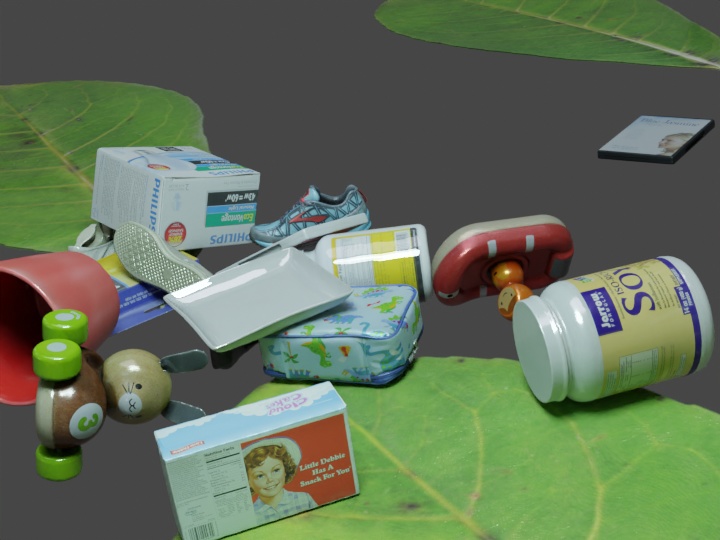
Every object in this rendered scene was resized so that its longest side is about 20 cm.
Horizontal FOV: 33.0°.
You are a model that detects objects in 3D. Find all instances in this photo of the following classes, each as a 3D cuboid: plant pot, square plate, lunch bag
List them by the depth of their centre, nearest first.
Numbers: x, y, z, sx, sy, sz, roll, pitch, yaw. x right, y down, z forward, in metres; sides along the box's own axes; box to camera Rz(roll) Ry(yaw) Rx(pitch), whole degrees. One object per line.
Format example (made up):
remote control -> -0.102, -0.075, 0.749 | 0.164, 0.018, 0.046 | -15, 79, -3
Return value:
square plate -> -0.135, 0.039, 1.590 | 0.200, 0.029, 0.198 | -22, 26, -20
lunch bag -> -0.022, 0.078, 1.590 | 0.200, 0.083, 0.161 | -1, 27, 17
plant pot -> -0.434, 0.064, 1.658 | 0.200, 0.201, 0.177 | 1, 16, 21

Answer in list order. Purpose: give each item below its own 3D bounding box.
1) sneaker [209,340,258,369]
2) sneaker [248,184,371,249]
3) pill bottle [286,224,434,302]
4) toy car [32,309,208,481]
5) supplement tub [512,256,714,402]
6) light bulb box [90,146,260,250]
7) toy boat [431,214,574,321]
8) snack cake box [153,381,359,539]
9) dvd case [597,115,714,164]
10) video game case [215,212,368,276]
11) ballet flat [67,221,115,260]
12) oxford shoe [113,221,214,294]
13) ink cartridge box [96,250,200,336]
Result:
sneaker -> -0.156, 0.071, 1.672 | 0.091, 0.076, 0.200 | 2, 28, 7
sneaker -> -0.086, -0.093, 1.973 | 0.200, 0.096, 0.079 | -12, 24, -7
pill bottle -> 0.000, 0.000, 1.720 | 0.200, 0.112, 0.112 | -7, 24, 4
toy car -> -0.283, 0.148, 1.456 | 0.199, 0.165, 0.158 | 2, 23, -8
supplement tub -> 0.293, 0.072, 1.424 | 0.200, 0.146, 0.145 | -13, 25, -10
light bulb box -> -0.304, -0.122, 2.000 | 0.198, 0.125, 0.200 | -7, 22, -43
toy boat -> 0.198, 0.011, 1.649 | 0.200, 0.131, 0.131 | -9, 55, -8
snack cake box -> -0.109, 0.206, 1.301 | 0.200, 0.115, 0.067 | -15, 25, -14
dvd case -> 0.530, -0.236, 2.174 | 0.142, 0.018, 0.200 | 9, 29, 35
video game case -> -0.102, -0.033, 1.801 | 0.200, 0.017, 0.143 | -24, -4, 40
ballet flat -> -0.429, -0.055, 2.042 | 0.069, 0.070, 0.200 | 1, 26, 21
oxford shoe -> -0.294, -0.007, 1.833 | 0.200, 0.075, 0.058 | 32, 10, 24
ink cartridge box -> -0.352, 0.020, 1.878 | 0.197, 0.047, 0.200 | -25, 27, -32
